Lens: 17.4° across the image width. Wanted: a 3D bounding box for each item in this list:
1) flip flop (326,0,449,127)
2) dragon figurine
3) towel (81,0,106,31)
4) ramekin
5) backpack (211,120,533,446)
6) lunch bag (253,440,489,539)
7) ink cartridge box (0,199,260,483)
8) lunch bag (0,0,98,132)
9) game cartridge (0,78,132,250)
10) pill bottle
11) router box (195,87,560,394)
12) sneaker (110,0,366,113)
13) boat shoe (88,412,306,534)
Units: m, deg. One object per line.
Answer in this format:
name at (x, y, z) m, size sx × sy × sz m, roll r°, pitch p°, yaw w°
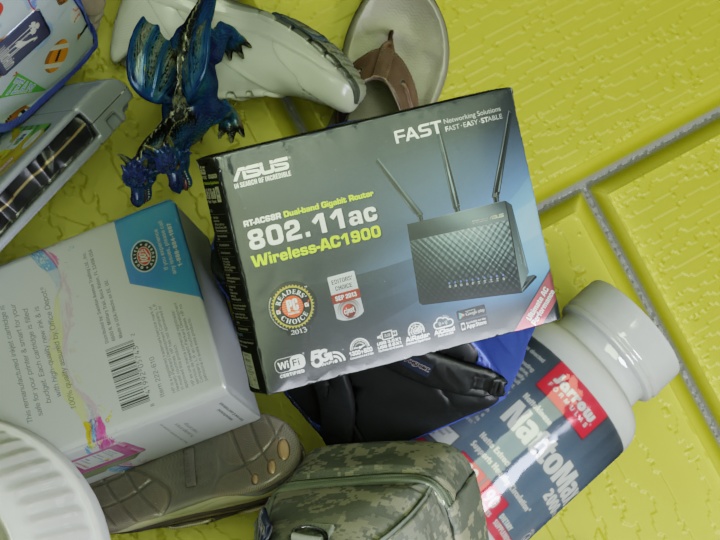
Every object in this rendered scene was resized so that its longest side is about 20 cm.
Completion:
flip flop at (0.009, -0.114, 1.692) m, size 0.081 × 0.058 × 0.201 m, roll 23°, pitch 82°, yaw -1°
dragon figurine at (-0.120, -0.140, 1.595) m, size 0.059 × 0.099 × 0.201 m, roll 3°, pitch 87°, yaw 20°
towel at (-0.255, -0.247, 1.609) m, size 0.190 × 0.200 × 0.032 m, roll 23°, pitch 61°, yaw -3°
ramekin at (-0.266, 0.194, 1.488) m, size 0.199 × 0.105 × 0.201 m, roll 0°, pitch 89°, yaw 15°
backpack at (0.000, 0.000, 1.593) m, size 0.162 × 0.168 × 0.200 m, roll -28°, pitch 111°, yaw 28°
lunch bag at (0.004, 0.224, 1.521) m, size 0.139 × 0.168 × 0.201 m, roll -3°, pitch 111°, yaw 20°
ink cartridge box at (-0.187, 0.061, 1.590) m, size 0.199 × 0.085 × 0.145 m, roll -20°, pitch 69°, yaw 7°
lunch bag at (-0.289, -0.168, 1.572) m, size 0.199 × 0.170 × 0.124 m, roll -15°, pitch 65°, yaw 4°
game cartridge at (-0.251, -0.055, 1.608) m, size 0.040 × 0.133 × 0.200 m, roll 48°, pitch 67°, yaw -18°
pill bottle at (0.122, 0.104, 1.649) m, size 0.200 × 0.120 × 0.120 m, roll -42°, pitch 90°, yaw -10°
router box at (0.012, -0.020, 1.454) m, size 0.199 × 0.062 × 0.150 m, roll -14°, pitch 94°, yaw -13°
sneaker at (-0.088, -0.151, 1.674) m, size 0.200 × 0.074 × 0.087 m, roll 25°, pitch 95°, yaw 18°
boat shoe at (-0.129, 0.152, 1.627) m, size 0.199 × 0.073 × 0.075 m, roll -8°, pitch 63°, yaw 15°
